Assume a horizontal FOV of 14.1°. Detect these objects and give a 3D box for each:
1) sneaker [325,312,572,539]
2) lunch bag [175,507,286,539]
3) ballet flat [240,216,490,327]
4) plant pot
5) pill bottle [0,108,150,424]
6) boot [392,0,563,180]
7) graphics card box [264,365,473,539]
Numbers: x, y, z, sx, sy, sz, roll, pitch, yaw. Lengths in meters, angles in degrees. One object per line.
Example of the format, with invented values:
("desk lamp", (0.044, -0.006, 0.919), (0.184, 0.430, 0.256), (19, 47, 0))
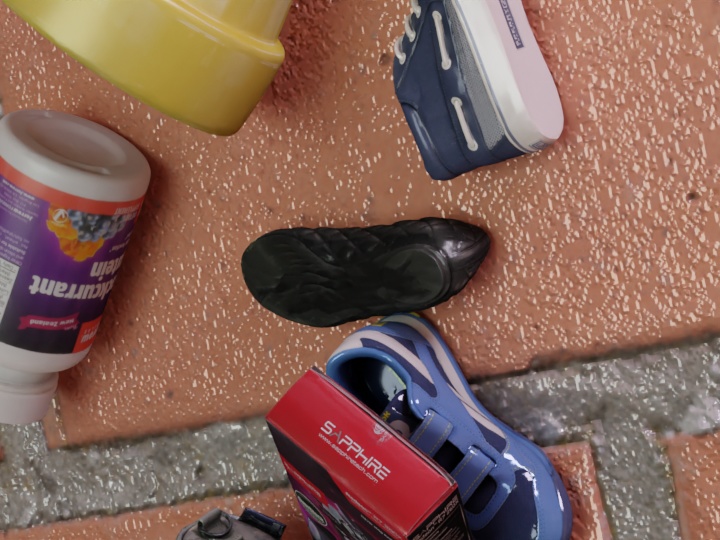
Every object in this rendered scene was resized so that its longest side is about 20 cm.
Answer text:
("sneaker", (0.051, 0.113, 1.828), (0.200, 0.082, 0.074), (47, 118, 22))
("lunch bag", (-0.078, 0.277, 1.903), (0.167, 0.139, 0.201), (36, 120, 21))
("ballet flat", (0.000, 0.000, 1.882), (0.199, 0.057, 0.067), (-1, 107, 43))
("plant pot", (-0.112, -0.218, 1.851), (0.201, 0.201, 0.189), (39, 102, 26))
("pill bottle", (-0.225, 0.000, 2.002), (0.111, 0.111, 0.201), (34, 115, 29))
("boot", (0.051, -0.159, 1.800), (0.090, 0.073, 0.201), (-20, 84, 31))
("graphics card box", (0.014, 0.154, 1.804), (0.125, 0.200, 0.051), (38, 73, 26))
